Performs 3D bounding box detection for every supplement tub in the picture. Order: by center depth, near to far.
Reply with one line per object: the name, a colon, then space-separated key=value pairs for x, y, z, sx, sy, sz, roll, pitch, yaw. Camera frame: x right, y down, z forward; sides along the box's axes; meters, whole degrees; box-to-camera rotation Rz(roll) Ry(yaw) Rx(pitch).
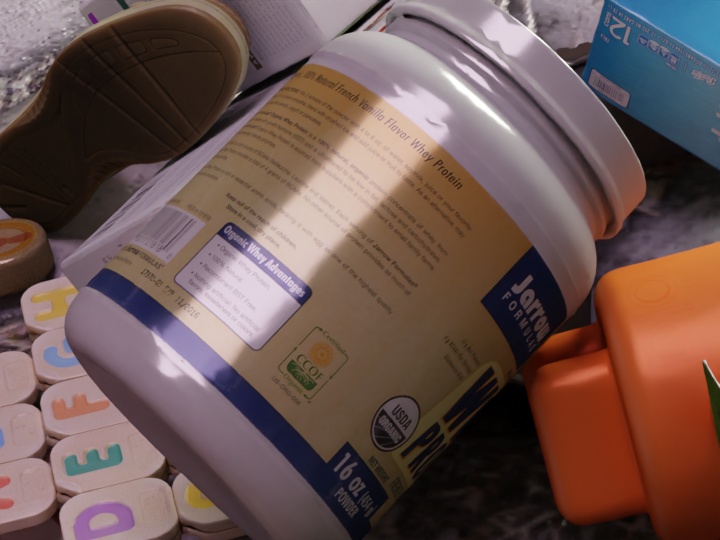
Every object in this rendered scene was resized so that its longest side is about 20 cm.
supplement tub: x=0.000 y=0.000 z=0.961 sx=0.200 sy=0.145 sz=0.144 roll=-46 pitch=48 yaw=-10

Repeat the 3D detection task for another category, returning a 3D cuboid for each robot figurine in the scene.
robot figurine: x=0.167 y=0.042 z=0.981 sx=0.199 sy=0.144 sz=0.117 roll=-15 pitch=64 yaw=3

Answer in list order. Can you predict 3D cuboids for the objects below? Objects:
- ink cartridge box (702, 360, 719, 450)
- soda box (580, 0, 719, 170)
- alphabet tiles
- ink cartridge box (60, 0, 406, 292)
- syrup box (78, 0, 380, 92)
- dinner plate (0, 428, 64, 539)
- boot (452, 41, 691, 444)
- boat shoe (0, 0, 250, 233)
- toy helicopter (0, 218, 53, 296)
ink cartridge box: x=0.135 y=0.154 z=0.849 sx=0.075 sy=0.148 sz=0.200 roll=-22 pitch=41 yaw=-4
soda box: x=0.198 y=-0.068 z=1.074 sx=0.200 sy=0.064 sz=0.068 roll=34 pitch=59 yaw=14
alphabet tiles: x=-0.093 y=0.055 z=1.107 sx=0.195 sy=0.015 sz=0.200 roll=-14 pitch=36 yaw=-5
ink cartridge box: x=-0.025 y=-0.069 z=1.132 sx=0.173 sy=0.044 sz=0.200 roll=-26 pitch=17 yaw=47
syrup box: x=-0.053 y=-0.139 z=1.189 sx=0.079 sy=0.082 sz=0.200 roll=-42 pitch=12 yaw=-25
dinner plate: x=-0.187 y=0.148 z=1.058 sx=0.199 sy=0.024 sz=0.201 roll=-10 pitch=42 yaw=9
boot: x=0.094 y=-0.017 z=1.104 sx=0.181 sy=0.073 sz=0.200 roll=-9 pitch=39 yaw=14
boat shoe: x=-0.111 y=-0.083 z=1.188 sx=0.201 sy=0.073 sz=0.063 roll=-38 pitch=12 yaw=49
toy helicopter: x=-0.239 y=0.024 z=1.187 sx=0.200 sy=0.079 sz=0.132 roll=-28 pitch=33 yaw=-27
